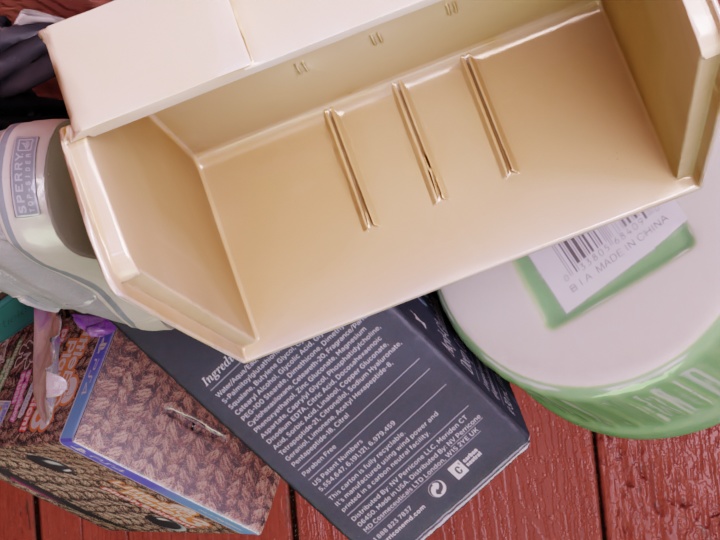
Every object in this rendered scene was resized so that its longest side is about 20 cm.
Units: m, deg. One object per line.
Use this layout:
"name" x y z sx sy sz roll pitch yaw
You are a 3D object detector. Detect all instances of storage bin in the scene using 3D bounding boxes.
"storage bin" 0.016 -0.055 0.562 0.200 0.094 0.199 -20 168 5

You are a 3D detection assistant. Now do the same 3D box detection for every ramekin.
"ramekin" 0.131 -0.018 0.815 0.200 0.200 0.098 -8 166 27

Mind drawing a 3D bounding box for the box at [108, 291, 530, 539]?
"box" -0.022 0.032 0.848 0.107 0.200 0.148 -44 -165 10

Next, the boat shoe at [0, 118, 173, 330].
"boat shoe" -0.124 -0.018 0.662 0.071 0.070 0.201 -1 168 10

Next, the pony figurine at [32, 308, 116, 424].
"pony figurine" -0.180 -0.007 0.968 0.200 0.167 0.193 -19 -174 -16

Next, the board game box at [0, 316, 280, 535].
"board game box" -0.170 0.111 1.128 0.159 0.097 0.200 32 154 -31

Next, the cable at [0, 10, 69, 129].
"cable" -0.101 -0.080 0.685 0.163 0.051 0.200 -12 170 15

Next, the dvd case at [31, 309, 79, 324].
"dvd case" -0.238 0.060 1.227 0.146 0.200 0.022 -21 -145 10

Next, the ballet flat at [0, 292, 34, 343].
"ballet flat" -0.210 -0.013 1.118 0.200 0.070 0.069 -28 -170 -39
